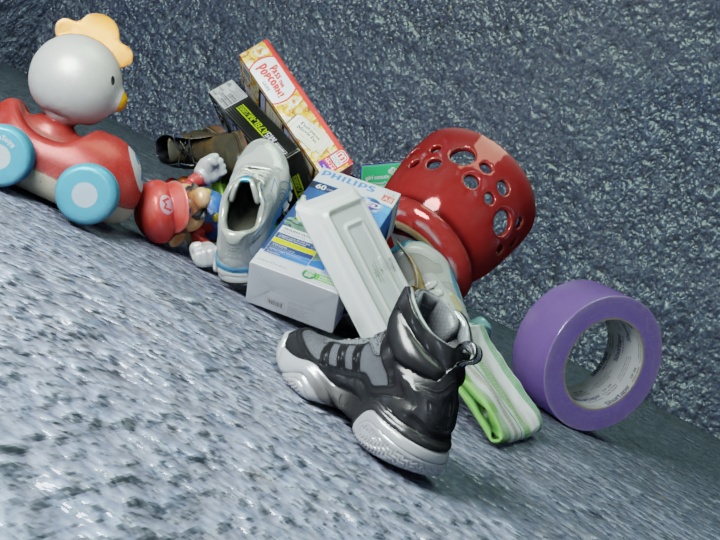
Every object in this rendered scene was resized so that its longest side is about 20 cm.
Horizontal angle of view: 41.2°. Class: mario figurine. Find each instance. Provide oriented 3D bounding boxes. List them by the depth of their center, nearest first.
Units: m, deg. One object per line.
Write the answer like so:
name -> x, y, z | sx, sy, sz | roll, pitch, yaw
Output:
mario figurine -> -0.175, -0.071, 1.123 | 0.123, 0.106, 0.200 | 34, 16, 24

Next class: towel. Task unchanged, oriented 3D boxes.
towel -> 0.133, 0.113, 1.016 | 0.149, 0.031, 0.200 | 55, 13, 16

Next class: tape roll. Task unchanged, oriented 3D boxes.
tape roll -> 0.322, 0.120, 1.362 | 0.200, 0.200, 0.085 | 25, 3, -28

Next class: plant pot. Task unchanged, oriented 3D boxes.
plant pot -> 0.109, -0.066, 1.306 | 0.200, 0.182, 0.201 | 32, -34, 24

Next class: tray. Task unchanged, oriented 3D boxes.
tray -> 0.014, 0.006, 0.993 | 0.107, 0.022, 0.200 | -28, 90, -54

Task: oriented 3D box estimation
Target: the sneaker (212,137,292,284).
sneaker -> -0.118, -0.086, 1.067 | 0.075, 0.200, 0.087 | 5, -39, 1

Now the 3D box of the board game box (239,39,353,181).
board game box -> -0.088, -0.187, 1.276 | 0.200, 0.046, 0.152 | 56, -11, 7

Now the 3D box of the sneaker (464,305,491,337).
sneaker -> 0.109, 0.072, 1.346 | 0.200, 0.086, 0.078 | 29, -4, 45

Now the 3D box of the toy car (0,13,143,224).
toy car -> -0.291, -0.168, 1.007 | 0.176, 0.200, 0.184 | 24, 5, -10

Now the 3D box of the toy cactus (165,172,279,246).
toy cactus -> -0.196, -0.063, 1.281 | 0.200, 0.102, 0.165 | 30, 23, 3

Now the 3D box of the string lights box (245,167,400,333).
string lights box -> -0.037, -0.028, 1.060 | 0.102, 0.059, 0.200 | 20, 41, 10

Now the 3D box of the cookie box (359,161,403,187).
cookie box -> 0.051, -0.045, 1.482 | 0.075, 0.201, 0.171 | -3, -16, 17

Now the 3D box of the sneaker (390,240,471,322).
sneaker -> 0.098, 0.050, 1.186 | 0.200, 0.076, 0.081 | 57, 9, -22

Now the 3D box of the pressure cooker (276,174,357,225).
pressure cooker -> -0.079, -0.083, 1.505 | 0.200, 0.179, 0.176 | 24, -6, 32

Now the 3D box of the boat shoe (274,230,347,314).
boat shoe -> -0.066, 0.012, 1.160 | 0.068, 0.074, 0.199 | 48, 0, 28

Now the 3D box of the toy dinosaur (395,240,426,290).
toy dinosaur -> 0.070, 0.052, 1.086 | 0.200, 0.058, 0.101 | -80, 150, -49

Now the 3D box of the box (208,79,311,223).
box -> -0.123, -0.138, 1.318 | 0.200, 0.047, 0.193 | 48, -17, 38

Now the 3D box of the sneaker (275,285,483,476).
sneaker -> 0.016, 0.061, 0.710 | 0.075, 0.114, 0.200 | 24, 5, -38

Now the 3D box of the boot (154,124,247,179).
boot -> -0.207, -0.147, 1.260 | 0.097, 0.075, 0.200 | -11, 18, -20
